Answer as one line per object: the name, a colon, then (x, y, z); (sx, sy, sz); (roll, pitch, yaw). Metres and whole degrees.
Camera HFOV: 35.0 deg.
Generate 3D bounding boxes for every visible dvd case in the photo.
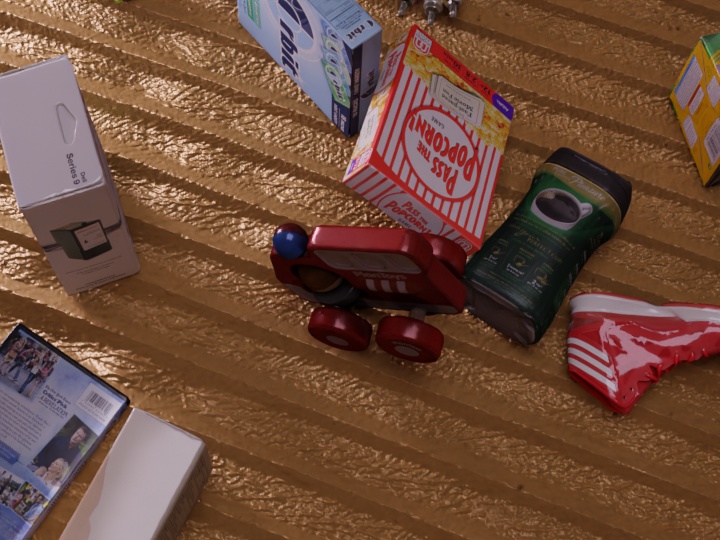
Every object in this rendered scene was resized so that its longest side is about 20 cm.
dvd case: (-0.336, 0.167, 1.100); (0.142, 0.018, 0.201); (31, 70, 11)

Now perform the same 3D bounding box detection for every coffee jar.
coffee jar: (0.191, -0.030, 1.169); (0.104, 0.086, 0.201); (32, 69, 22)

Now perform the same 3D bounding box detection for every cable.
cable: (0.095, -0.370, 1.351); (0.096, 0.051, 0.202); (10, 53, 20)

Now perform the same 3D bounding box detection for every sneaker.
sneaker: (0.301, 0.093, 1.138); (0.197, 0.078, 0.117); (7, 74, 14)

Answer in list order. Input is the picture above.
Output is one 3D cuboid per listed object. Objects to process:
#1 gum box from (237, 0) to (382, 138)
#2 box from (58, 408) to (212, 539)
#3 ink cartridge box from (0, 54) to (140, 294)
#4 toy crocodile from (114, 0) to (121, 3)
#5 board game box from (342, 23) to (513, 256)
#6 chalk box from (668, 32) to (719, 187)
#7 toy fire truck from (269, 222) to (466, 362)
gum box: (-0.059, -0.262, 1.215); (0.044, 0.170, 0.200); (-36, 72, -17)
box: (-0.215, 0.239, 1.033); (0.077, 0.095, 0.202); (23, 66, 9)
ink cartridge box: (-0.286, -0.088, 1.113); (0.083, 0.201, 0.148); (-18, 68, -9)
toy crocodile: (-0.343, -0.372, 1.317); (0.199, 0.062, 0.068); (32, 68, 6)
board game box: (0.075, -0.130, 1.172); (0.151, 0.046, 0.202); (34, 52, -23)
chalk box: (0.457, -0.189, 1.230); (0.197, 0.125, 0.125); (-13, 67, -9)
toy fire truck: (0.000, 0.000, 1.087); (0.198, 0.168, 0.114); (6, 67, 33)
